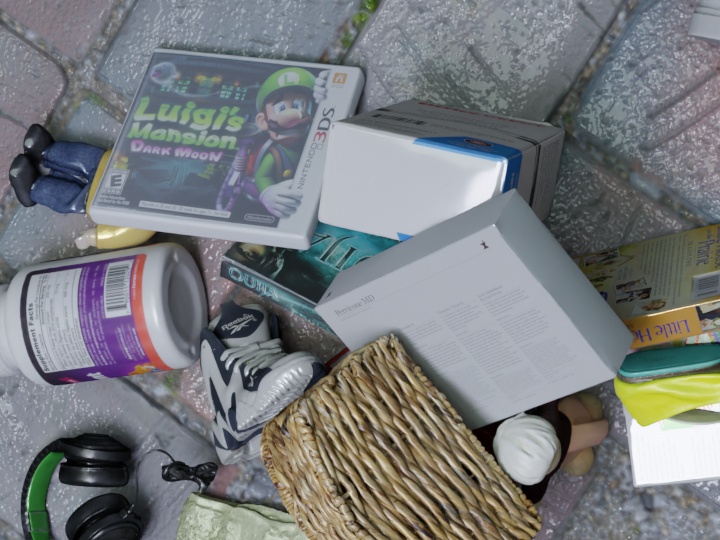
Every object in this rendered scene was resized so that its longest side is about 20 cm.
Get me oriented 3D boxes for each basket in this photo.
[{"bbox_3d":[0.009,0.179,1.443,0.200,0.143,0.149,51,144,1],"label":"basket"}]

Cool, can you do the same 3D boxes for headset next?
[{"bbox_3d":[-0.222,0.203,1.703,0.199,0.094,0.124,-24,70,38],"label":"headset"}]

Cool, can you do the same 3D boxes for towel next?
[{"bbox_3d":[-0.108,0.306,1.689,0.147,0.036,0.201,9,95,18],"label":"towel"}]

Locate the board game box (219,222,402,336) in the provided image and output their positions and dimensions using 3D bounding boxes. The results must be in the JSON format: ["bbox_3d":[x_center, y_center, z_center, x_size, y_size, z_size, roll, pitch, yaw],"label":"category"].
[{"bbox_3d":[0.000,0.000,1.598,0.199,0.135,0.028,26,138,15],"label":"board game box"}]

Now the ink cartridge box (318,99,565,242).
[{"bbox_3d":[0.069,-0.078,1.529,0.145,0.200,0.085,12,103,17],"label":"ink cartridge box"}]

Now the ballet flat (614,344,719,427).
[{"bbox_3d":[0.297,0.085,1.482,0.199,0.067,0.067,-12,109,21],"label":"ballet flat"}]

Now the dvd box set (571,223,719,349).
[{"bbox_3d":[0.216,0.019,1.518,0.199,0.147,0.030,-14,112,17],"label":"dvd box set"}]

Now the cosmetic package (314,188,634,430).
[{"bbox_3d":[0.083,0.039,1.435,0.199,0.052,0.151,-25,114,43],"label":"cosmetic package"}]

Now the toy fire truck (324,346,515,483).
[{"bbox_3d":[0.026,0.162,1.608,0.168,0.112,0.200,-39,85,36],"label":"toy fire truck"}]

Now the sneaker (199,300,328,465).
[{"bbox_3d":[-0.090,0.075,1.616,0.079,0.199,0.130,-14,72,-17],"label":"sneaker"}]

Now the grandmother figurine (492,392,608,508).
[{"bbox_3d":[0.152,0.133,1.511,0.060,0.200,0.122,3,94,18],"label":"grandmother figurine"}]

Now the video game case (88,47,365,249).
[{"bbox_3d":[-0.113,-0.108,1.629,0.199,0.023,0.183,7,58,18],"label":"video game case"}]

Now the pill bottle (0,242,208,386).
[{"bbox_3d":[-0.245,0.043,1.684,0.199,0.111,0.112,-8,90,18],"label":"pill bottle"}]

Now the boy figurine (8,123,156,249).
[{"bbox_3d":[-0.210,-0.070,1.679,0.199,0.065,0.125,14,63,22],"label":"boy figurine"}]

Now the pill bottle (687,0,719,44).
[{"bbox_3d":[0.317,-0.275,1.493,0.104,0.104,0.201,15,97,17],"label":"pill bottle"}]

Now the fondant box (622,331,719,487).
[{"bbox_3d":[0.312,0.092,1.533,0.199,0.058,0.145,-8,90,17],"label":"fondant box"}]
